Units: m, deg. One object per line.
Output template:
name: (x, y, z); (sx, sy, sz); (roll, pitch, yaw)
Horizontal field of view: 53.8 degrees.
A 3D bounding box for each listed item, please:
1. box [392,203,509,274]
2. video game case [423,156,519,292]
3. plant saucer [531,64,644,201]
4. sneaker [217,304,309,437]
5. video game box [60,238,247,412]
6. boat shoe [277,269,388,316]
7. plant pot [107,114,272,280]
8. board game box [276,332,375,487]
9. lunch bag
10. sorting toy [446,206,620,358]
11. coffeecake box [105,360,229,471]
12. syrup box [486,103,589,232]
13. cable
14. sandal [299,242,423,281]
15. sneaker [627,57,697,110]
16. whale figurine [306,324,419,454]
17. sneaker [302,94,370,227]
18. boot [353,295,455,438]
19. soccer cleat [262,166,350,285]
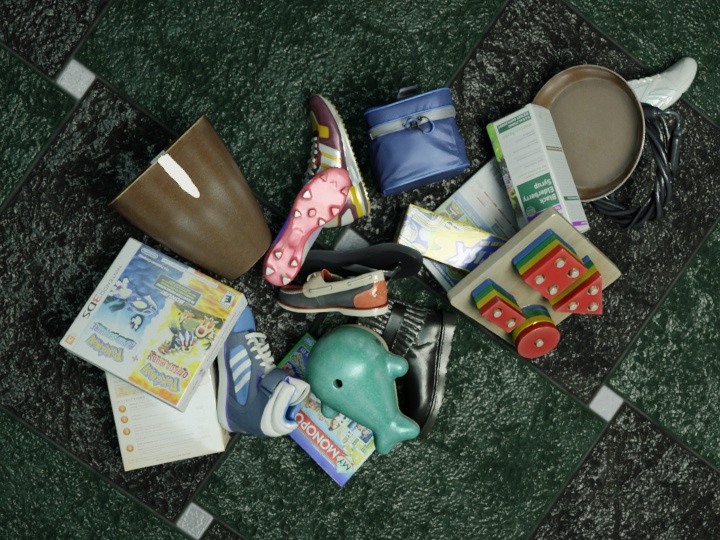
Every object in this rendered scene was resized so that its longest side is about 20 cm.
box: (0.153, -0.037, 1.096); (0.198, 0.064, 0.071); (19, 91, -6)
video game case: (0.187, -0.063, 1.139); (0.200, 0.018, 0.143); (-42, 95, -2)
plant saucer: (0.342, -0.207, 1.080); (0.032, 0.199, 0.203); (-10, 94, -43)
sneaker: (-0.136, 0.145, 1.057); (0.145, 0.080, 0.203); (-3, 79, 23)
video game box: (-0.294, 0.074, 1.016); (0.198, 0.047, 0.184); (24, 73, 10)
boat shoe: (-0.045, 0.029, 1.060); (0.198, 0.071, 0.063); (1, 104, 36)
plant pot: (-0.227, -0.089, 1.038); (0.187, 0.187, 0.200); (-44, 109, -1)
board game box: (-0.055, 0.214, 1.105); (0.200, 0.029, 0.135); (42, 88, 8)
lunch bag: (0.076, -0.192, 1.033); (0.134, 0.200, 0.134); (-16, 91, 2)
sorting toy: (0.267, 0.037, 1.044); (0.200, 0.070, 0.198); (-42, 129, 21)
coffeecake box: (-0.296, 0.183, 1.083); (0.151, 0.073, 0.203); (-10, 93, -4)
syrup box: (0.270, -0.141, 1.081); (0.078, 0.081, 0.202); (-21, 82, 35)
cable: (0.401, -0.159, 1.090); (0.162, 0.051, 0.202); (17, 122, 34)
sandal: (0.000, 0.000, 1.083); (0.197, 0.076, 0.043); (-4, 55, 16)
sneaker: (0.446, -0.277, 1.124); (0.200, 0.070, 0.080); (-42, 92, -1)
whale figurine: (0.002, 0.178, 1.031); (0.158, 0.104, 0.201); (-32, 90, 18)
sneaker: (-0.056, -0.166, 1.086); (0.089, 0.075, 0.202); (-22, 93, -8)
boot: (0.053, 0.144, 1.107); (0.156, 0.079, 0.214); (11, 87, -7)
soccer cleat: (-0.084, -0.068, 1.055); (0.066, 0.076, 0.201); (30, 94, -14)
